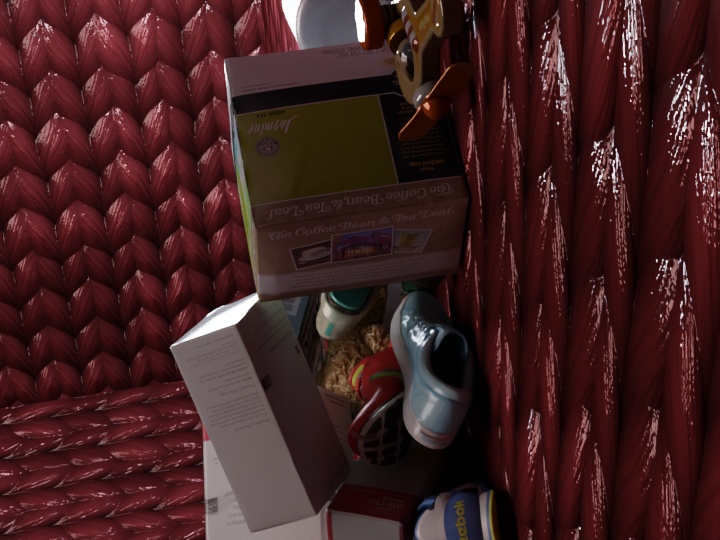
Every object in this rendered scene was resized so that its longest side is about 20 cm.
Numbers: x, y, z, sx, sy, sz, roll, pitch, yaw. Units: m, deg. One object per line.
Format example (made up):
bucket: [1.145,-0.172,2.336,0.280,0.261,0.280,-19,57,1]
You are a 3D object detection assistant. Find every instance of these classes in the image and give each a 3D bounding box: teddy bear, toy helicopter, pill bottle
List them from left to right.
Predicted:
pill bottle: [-0.022,-0.282,1.732,0.200,0.118,0.121,-113,16,-66]
teddy bear: [-0.010,0.105,1.783,0.145,0.066,0.202,174,102,-67]
toy helicopter: [0.055,-0.188,1.375,0.200,0.078,0.134,139,122,-78]

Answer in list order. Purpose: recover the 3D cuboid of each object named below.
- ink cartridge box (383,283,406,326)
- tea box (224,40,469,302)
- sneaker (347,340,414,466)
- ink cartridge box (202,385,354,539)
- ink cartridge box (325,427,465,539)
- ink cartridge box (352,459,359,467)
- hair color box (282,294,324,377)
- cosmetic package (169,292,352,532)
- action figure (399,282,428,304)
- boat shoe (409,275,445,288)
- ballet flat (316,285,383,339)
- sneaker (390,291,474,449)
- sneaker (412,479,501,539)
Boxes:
ink cartridge box: [0.022,0.094,1.966,0.146,0.087,0.201,-104,11,-48]
tea box: [-0.017,-0.097,1.555,0.134,0.198,0.198,93,168,-58]
sneaker: [0.023,0.126,1.643,0.200,0.084,0.078,-46,-33,-57]
ink cartridge box: [-0.082,0.233,1.705,0.085,0.144,0.202,29,-126,-57]
ink cartridge box: [0.040,0.250,1.650,0.200,0.083,0.146,-53,-37,-57]
ink cartridge box: [-0.012,0.253,1.829,0.200,0.145,0.084,6,-103,-63]
hair color box: [-0.080,0.086,1.829,0.201,0.060,0.100,89,-166,-53]
cosmetic package: [-0.092,0.134,1.575,0.201,0.081,0.113,66,-156,-11]
action figure: [0.062,0.092,1.782,0.118,0.054,0.202,179,87,-87]
boat shoe: [-0.001,-0.034,1.652,0.074,0.199,0.074,-37,-26,-51]
ballet flat: [0.000,0.000,1.763,0.200,0.067,0.063,-54,-7,-47]
sneaker: [0.080,0.077,1.587,0.082,0.073,0.201,-58,25,33]
sneaker: [0.088,0.240,1.567,0.200,0.081,0.075,85,175,-80]
